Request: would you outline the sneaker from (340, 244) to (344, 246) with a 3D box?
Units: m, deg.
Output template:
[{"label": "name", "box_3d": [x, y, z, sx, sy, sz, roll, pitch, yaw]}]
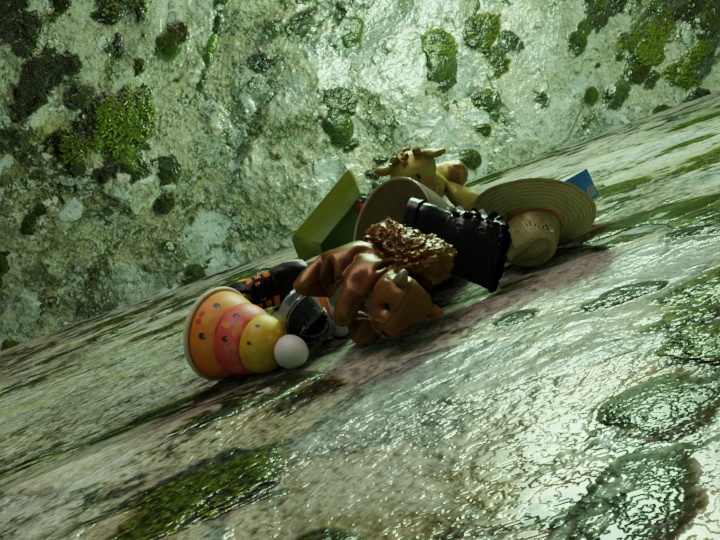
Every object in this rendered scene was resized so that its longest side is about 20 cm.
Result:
[{"label": "sneaker", "box_3d": [-0.082, 0.037, 1.667, 0.199, 0.074, 0.089, -35, -23, -13]}]

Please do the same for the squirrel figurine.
[{"label": "squirrel figurine", "box_3d": [0.041, 0.011, 1.117, 0.200, 0.142, 0.186, -49, 25, -17]}]

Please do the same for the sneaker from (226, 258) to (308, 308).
[{"label": "sneaker", "box_3d": [-0.172, 0.040, 1.402, 0.199, 0.071, 0.090, -18, 8, 35]}]

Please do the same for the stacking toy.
[{"label": "stacking toy", "box_3d": [-0.156, 0.106, 1.223, 0.198, 0.148, 0.146, 6, 22, 36]}]

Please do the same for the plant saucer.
[{"label": "plant saucer", "box_3d": [-0.050, -0.080, 1.710, 0.201, 0.048, 0.200, -52, -23, -20]}]

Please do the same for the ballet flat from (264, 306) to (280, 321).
[{"label": "ballet flat", "box_3d": [-0.158, 0.092, 1.429, 0.067, 0.067, 0.200, -36, 1, 15]}]

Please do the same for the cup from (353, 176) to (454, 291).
[{"label": "cup", "box_3d": [0.104, -0.046, 1.386, 0.142, 0.203, 0.199, 10, -14, -39]}]

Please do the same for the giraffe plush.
[{"label": "giraffe plush", "box_3d": [0.116, -0.160, 1.485, 0.173, 0.200, 0.162, -44, -19, 1]}]

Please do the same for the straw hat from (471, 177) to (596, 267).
[{"label": "straw hat", "box_3d": [0.265, -0.053, 1.262, 0.200, 0.201, 0.086, -14, 51, 37]}]

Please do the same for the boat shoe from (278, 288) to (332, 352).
[{"label": "boat shoe", "box_3d": [-0.078, 0.084, 1.261, 0.074, 0.068, 0.200, -44, -13, -17]}]

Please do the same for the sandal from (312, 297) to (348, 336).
[{"label": "sandal", "box_3d": [-0.039, 0.056, 1.336, 0.059, 0.080, 0.206, -14, 7, -16]}]

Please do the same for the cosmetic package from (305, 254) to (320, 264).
[{"label": "cosmetic package", "box_3d": [0.000, 0.000, 1.546, 0.198, 0.104, 0.073, -19, 6, 23]}]

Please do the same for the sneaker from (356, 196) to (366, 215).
[{"label": "sneaker", "box_3d": [0.078, -0.089, 1.626, 0.199, 0.099, 0.071, 11, 10, 28]}]

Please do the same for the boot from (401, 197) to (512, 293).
[{"label": "boot", "box_3d": [0.132, -0.007, 1.217, 0.161, 0.200, 0.073, 17, 12, 23]}]

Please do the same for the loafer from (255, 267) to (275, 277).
[{"label": "loafer", "box_3d": [-0.102, 0.020, 1.503, 0.198, 0.071, 0.068, 11, 40, 15]}]

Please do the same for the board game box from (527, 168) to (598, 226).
[{"label": "board game box", "box_3d": [0.291, -0.100, 1.446, 0.195, 0.056, 0.199, -22, 4, 45]}]
